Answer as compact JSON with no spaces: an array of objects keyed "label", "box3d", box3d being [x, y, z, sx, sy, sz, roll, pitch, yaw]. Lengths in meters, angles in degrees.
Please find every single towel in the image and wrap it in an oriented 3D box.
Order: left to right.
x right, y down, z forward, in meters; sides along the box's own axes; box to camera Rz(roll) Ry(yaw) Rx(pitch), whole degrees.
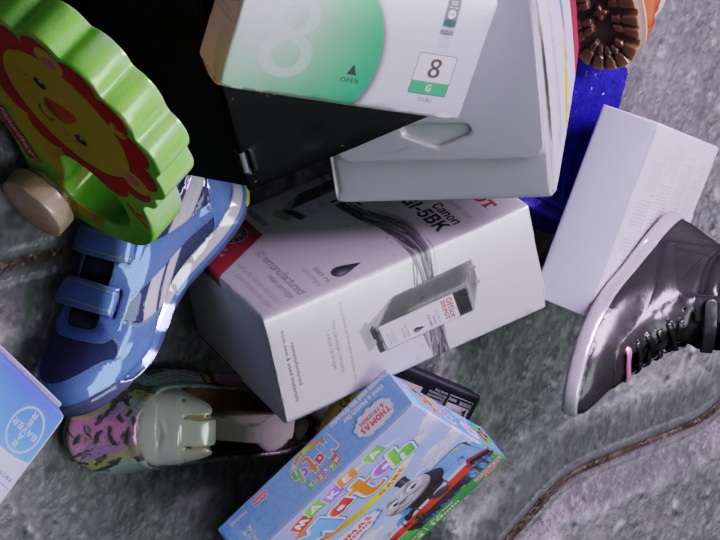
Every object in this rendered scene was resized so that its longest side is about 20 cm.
[{"label":"towel","box3d":[0.118,-0.114,1.787,0.199,0.049,0.149,21,92,-49]}]

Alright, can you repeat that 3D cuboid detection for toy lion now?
[{"label":"toy lion","box3d":[-0.161,-0.085,1.397,0.069,0.191,0.201,-49,136,-19]}]

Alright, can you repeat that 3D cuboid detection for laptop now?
[{"label":"laptop","box3d":[-0.081,-0.159,1.456,0.199,0.116,0.188,-23,126,-12]}]

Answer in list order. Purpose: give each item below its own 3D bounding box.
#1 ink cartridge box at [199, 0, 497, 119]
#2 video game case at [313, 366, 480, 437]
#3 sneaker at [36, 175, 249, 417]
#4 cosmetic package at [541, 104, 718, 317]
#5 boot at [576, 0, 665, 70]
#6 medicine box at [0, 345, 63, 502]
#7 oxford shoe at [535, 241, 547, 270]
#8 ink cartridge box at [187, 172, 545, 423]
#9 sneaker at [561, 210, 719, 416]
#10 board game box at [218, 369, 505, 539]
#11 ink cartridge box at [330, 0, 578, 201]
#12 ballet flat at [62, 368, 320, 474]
[{"label":"ink cartridge box","box3d":[0.010,-0.191,1.380,0.160,0.050,0.201,6,117,-28]},{"label":"video game case","box3d":[0.004,0.152,1.754,0.182,0.025,0.200,-63,155,1]},{"label":"sneaker","box3d":[-0.152,-0.002,1.538,0.201,0.074,0.082,-60,137,-19]},{"label":"cosmetic package","box3d":[0.205,-0.039,1.861,0.200,0.051,0.152,8,101,-69]},{"label":"boot","box3d":[0.184,-0.260,1.789,0.107,0.074,0.202,-42,130,-53]},{"label":"medicine box","box3d":[-0.302,0.100,1.397,0.201,0.103,0.182,-55,137,-15]},{"label":"oxford shoe","box3d":[0.067,-0.017,1.762,0.199,0.071,0.074,-6,106,-45]},{"label":"ink cartridge box","box3d":[0.000,0.000,1.602,0.199,0.147,0.083,-24,122,-19]},{"label":"sneaker","box3d":[0.226,0.044,1.790,0.200,0.099,0.071,-51,156,-34]},{"label":"board game box","box3d":[0.005,0.148,1.629,0.151,0.037,0.200,-44,155,6]},{"label":"ink cartridge box","box3d":[0.059,-0.154,1.569,0.201,0.144,0.146,-76,161,-56]},{"label":"ballet flat","box3d":[-0.104,0.102,1.631,0.199,0.071,0.070,-2,103,-46]}]
